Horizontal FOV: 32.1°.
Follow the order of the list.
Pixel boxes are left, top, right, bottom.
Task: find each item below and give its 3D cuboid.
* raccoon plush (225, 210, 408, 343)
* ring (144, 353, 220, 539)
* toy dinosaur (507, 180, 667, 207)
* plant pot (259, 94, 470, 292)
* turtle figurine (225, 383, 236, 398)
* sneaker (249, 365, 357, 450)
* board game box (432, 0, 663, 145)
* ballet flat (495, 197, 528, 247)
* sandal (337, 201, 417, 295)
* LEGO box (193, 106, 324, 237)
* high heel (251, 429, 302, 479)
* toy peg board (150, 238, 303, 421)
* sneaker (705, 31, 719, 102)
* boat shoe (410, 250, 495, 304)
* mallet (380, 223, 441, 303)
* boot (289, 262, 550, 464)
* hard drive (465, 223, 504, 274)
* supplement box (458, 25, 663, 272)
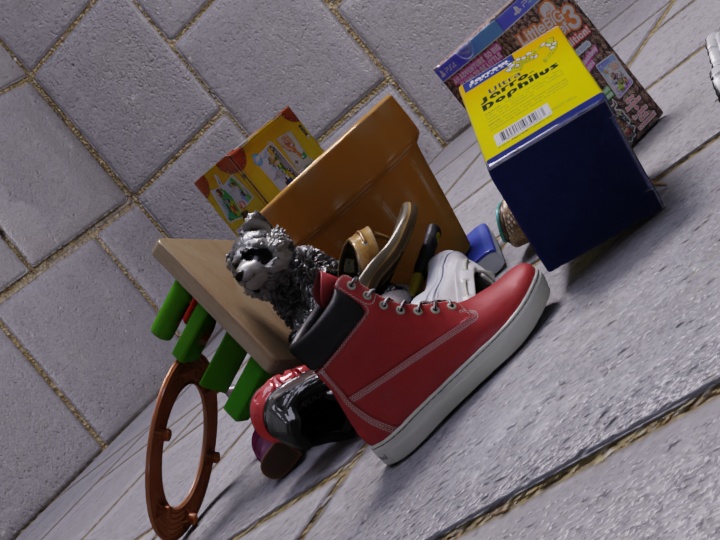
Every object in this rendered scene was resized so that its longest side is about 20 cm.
[{"bbox_3d":[-0.049,0.011,1.258,0.097,0.134,0.199,-53,-27,13],"label":"raccoon plush"},{"bbox_3d":[-0.183,0.187,1.331,0.019,0.203,0.201,6,20,12],"label":"ring"},{"bbox_3d":[0.194,-0.067,1.137,0.106,0.061,0.200,-39,5,2],"label":"toy dinosaur"},{"bbox_3d":[0.018,-0.057,1.373,0.200,0.184,0.200,-42,5,5],"label":"plant pot"},{"bbox_3d":[-0.064,0.085,1.444,0.200,0.149,0.101,-49,28,8],"label":"turtle figurine"},{"bbox_3d":[-0.003,0.102,1.145,0.199,0.071,0.098,-31,21,-15],"label":"sneaker"},{"bbox_3d":[0.203,-0.198,1.377,0.097,0.201,0.159,-42,6,-23],"label":"board game box"},{"bbox_3d":[0.185,-0.070,1.305,0.064,0.071,0.200,-12,17,15],"label":"ballet flat"},{"bbox_3d":[0.000,0.000,1.144,0.201,0.054,0.081,-55,-6,-38],"label":"sandal"},{"bbox_3d":[-0.084,-0.079,1.545,0.077,0.201,0.149,-33,9,41],"label":"LEGO box"},{"bbox_3d":[-0.038,0.115,1.250,0.200,0.067,0.096,-44,16,3],"label":"high heel"},{"bbox_3d":[-0.110,0.065,1.324,0.198,0.200,0.098,0,-53,-55],"label":"toy peg board"},{"bbox_3d":[0.318,-0.154,0.981,0.079,0.074,0.200,-23,16,19],"label":"sneaker"},{"bbox_3d":[0.095,0.029,1.118,0.066,0.074,0.200,-11,16,15],"label":"boat shoe"},{"bbox_3d":[0.054,0.021,1.162,0.041,0.067,0.200,-6,21,18],"label":"mallet"},{"bbox_3d":[0.045,0.029,0.968,0.200,0.145,0.072,-42,5,-19],"label":"boot"},{"bbox_3d":[0.098,0.010,1.385,0.132,0.025,0.200,-41,5,9],"label":"hard drive"},{"bbox_3d":[0.165,-0.109,1.063,0.109,0.109,0.201,-30,25,12],"label":"supplement box"}]
